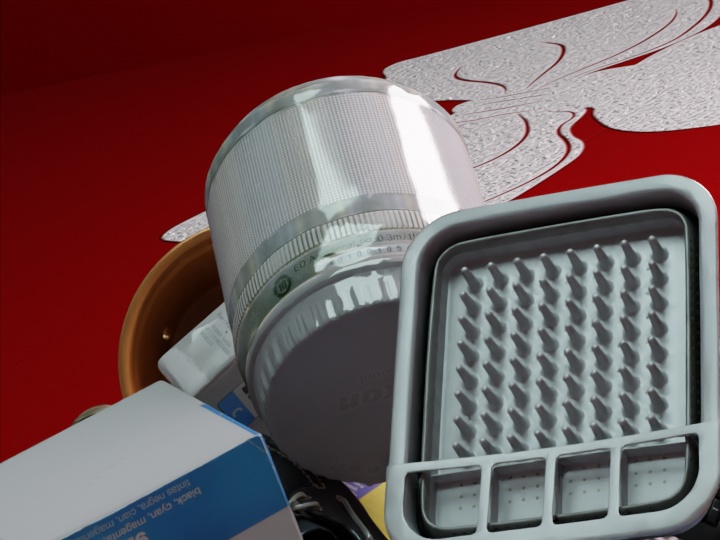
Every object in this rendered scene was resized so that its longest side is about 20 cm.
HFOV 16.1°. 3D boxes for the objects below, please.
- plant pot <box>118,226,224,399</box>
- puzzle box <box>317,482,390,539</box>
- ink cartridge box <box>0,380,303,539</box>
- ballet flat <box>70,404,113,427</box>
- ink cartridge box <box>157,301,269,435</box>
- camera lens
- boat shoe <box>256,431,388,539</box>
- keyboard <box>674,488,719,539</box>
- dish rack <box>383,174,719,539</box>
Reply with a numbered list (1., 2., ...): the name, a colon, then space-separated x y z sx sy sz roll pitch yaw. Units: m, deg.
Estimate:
1. plant pot: -0.071 0.066 1.806 0.200 0.200 0.140 -17 -1 -5
2. puzzle box: 0.058 0.157 1.453 0.200 0.025 0.133 28 38 28
3. ink cartridge box: -0.104 0.188 1.324 0.144 0.200 0.147 -27 19 -20
4. ballet flat: -0.139 0.169 1.480 0.067 0.200 0.046 -20 -24 18
5. ink cartridge box: -0.020 0.057 1.650 0.176 0.200 0.045 -43 54 -5
6. camera lens: 0.000 0.000 1.447 0.160 0.160 0.200 -15 44 0
7. boat shoe: -0.022 0.144 1.388 0.073 0.063 0.200 -35 55 -16
8. keyboard: 0.138 0.083 1.524 0.200 0.040 0.104 21 69 10
9. dish rack: 0.101 0.054 1.263 0.171 0.044 0.200 -10 57 22
